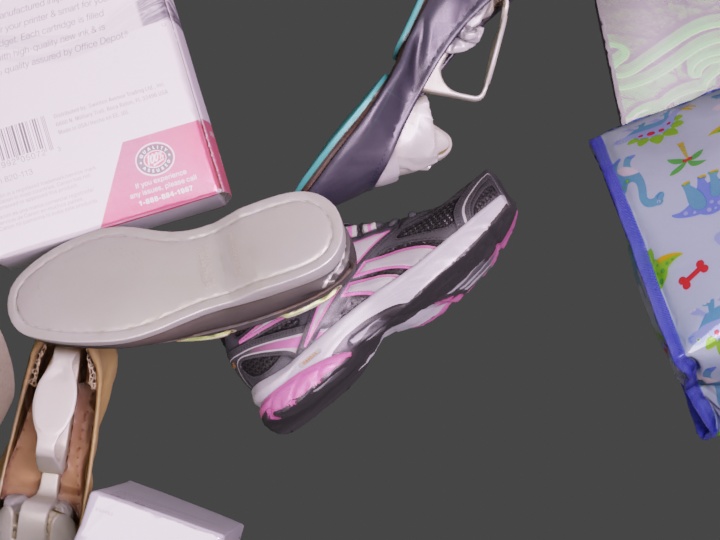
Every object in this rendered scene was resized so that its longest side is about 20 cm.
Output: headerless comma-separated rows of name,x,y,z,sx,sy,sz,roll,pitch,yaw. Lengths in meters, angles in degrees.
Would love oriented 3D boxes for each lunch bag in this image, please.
lunch bag,0.236,-0.027,1.600,0.169,0.128,0.201,-21,56,4

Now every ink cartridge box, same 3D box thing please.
ink cartridge box,-0.173,-0.117,1.639,0.146,0.083,0.201,-16,86,0

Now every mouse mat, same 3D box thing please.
mouse mat,0.250,-0.123,1.673,0.199,0.008,0.162,-12,86,1

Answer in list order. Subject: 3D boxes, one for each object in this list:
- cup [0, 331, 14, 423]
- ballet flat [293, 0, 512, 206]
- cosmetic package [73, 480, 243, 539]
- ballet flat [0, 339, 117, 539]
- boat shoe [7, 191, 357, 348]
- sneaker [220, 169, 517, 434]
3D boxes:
cup,-0.283,0.065,1.590,0.143,0.200,0.201,-28,86,-27
ballet flat,0.036,-0.106,1.644,0.073,0.073,0.200,31,85,3
cosmetic package,-0.122,0.183,1.561,0.081,0.200,0.113,19,89,3
ballet flat,-0.188,0.121,1.633,0.068,0.063,0.201,8,87,1
boat shoe,-0.100,0.009,1.593,0.201,0.060,0.072,-13,66,9
sneaker,0.000,0.000,1.635,0.200,0.080,0.086,-38,76,-7
